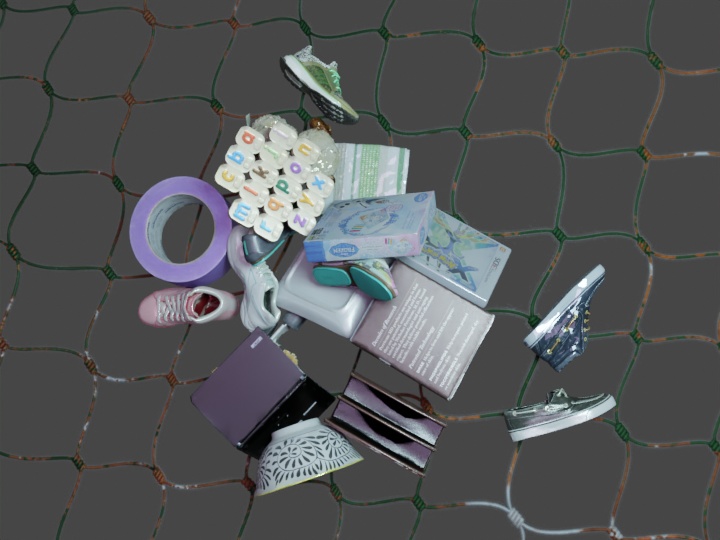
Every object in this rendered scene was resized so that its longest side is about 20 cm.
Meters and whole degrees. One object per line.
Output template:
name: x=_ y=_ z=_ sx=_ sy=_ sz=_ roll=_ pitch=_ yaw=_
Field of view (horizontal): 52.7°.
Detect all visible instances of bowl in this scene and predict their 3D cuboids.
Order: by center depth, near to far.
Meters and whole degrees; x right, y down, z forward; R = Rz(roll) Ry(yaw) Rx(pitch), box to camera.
bowl: x=-0.102 y=0.316 z=1.264 sx=0.198 sy=0.201 sz=0.095 roll=-20 pitch=77 yaw=1

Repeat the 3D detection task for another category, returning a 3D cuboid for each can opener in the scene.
can opener: x=-0.133 y=0.084 z=1.371 sx=0.066 sy=0.053 sz=0.200 roll=44 pitch=87 yaw=9

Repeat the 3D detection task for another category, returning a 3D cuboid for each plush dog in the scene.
plush dog: x=-0.124 y=-0.214 z=1.363 sx=0.169 sy=0.161 sz=0.203 roll=-2 pitch=81 yaw=-2

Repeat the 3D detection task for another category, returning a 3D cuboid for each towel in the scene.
towel: x=-0.007 y=-0.172 z=1.414 sx=0.197 sy=0.031 sz=0.152 roll=5 pitch=80 yaw=7

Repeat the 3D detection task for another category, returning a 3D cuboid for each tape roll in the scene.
tape roll: x=-0.332 y=-0.072 z=1.392 sx=0.197 sy=0.085 sz=0.203 roll=-1 pitch=82 yaw=5

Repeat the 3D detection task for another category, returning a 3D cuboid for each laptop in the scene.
laptop: x=-0.171 y=0.233 z=1.312 sx=0.177 sy=0.200 sz=0.103 roll=-45 pitch=53 yaw=-3

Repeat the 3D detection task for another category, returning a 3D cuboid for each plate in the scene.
plate: x=-0.050 y=0.001 z=1.334 sx=0.198 sy=0.032 sz=0.201 roll=22 pitch=71 yaw=29

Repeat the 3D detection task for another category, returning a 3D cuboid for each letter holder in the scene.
letter holder: x=0.046 y=0.270 z=1.286 sx=0.198 sy=0.142 sz=0.102 roll=28 pitch=85 yaw=8

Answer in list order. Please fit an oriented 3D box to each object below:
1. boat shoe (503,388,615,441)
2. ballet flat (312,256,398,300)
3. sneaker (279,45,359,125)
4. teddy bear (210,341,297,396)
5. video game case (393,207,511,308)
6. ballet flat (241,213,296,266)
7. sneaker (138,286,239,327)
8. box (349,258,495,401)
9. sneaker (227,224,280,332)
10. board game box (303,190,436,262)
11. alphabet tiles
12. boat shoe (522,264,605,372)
boat shoe: x=0.355 y=0.248 z=1.303 sx=0.197 sy=0.071 sz=0.065 roll=-18 pitch=82 yaw=3
ballet flat: x=0.000 y=0.000 z=1.237 sx=0.071 sy=0.198 sz=0.070 roll=-45 pitch=124 yaw=-29
sneaker: x=-0.065 y=-0.371 z=1.424 sx=0.200 sy=0.077 sz=0.089 roll=44 pitch=79 yaw=6
teddy bear: x=-0.200 y=0.214 z=1.327 sx=0.199 sy=0.146 sz=0.067 roll=-37 pitch=36 yaw=-1
video game case: x=0.164 y=-0.035 z=1.321 sx=0.198 sy=0.183 sz=0.022 roll=29 pitch=130 yaw=7
ballet flat: x=-0.154 y=-0.079 z=1.331 sx=0.072 sy=0.200 sz=0.074 roll=13 pitch=121 yaw=23
sneaker: x=-0.334 y=0.065 z=1.364 sx=0.197 sy=0.105 sz=0.077 roll=-3 pitch=84 yaw=5
box: x=0.110 y=0.109 z=1.292 sx=0.198 sy=0.166 sz=0.166 roll=29 pitch=85 yaw=8
sneaker: x=-0.187 y=0.010 z=1.333 sx=0.080 sy=0.070 sz=0.203 roll=-17 pitch=86 yaw=45
board game box: x=0.023 y=-0.079 z=1.274 sx=0.196 sy=0.200 sz=0.044 roll=-5 pitch=115 yaw=17
alphabet tiles: x=-0.149 y=-0.155 z=1.276 sx=0.194 sy=0.015 sz=0.202 roll=30 pitch=71 yaw=-15
boat shoe: x=0.394 y=0.088 z=1.327 sx=0.091 sy=0.071 sz=0.201 roll=43 pitch=94 yaw=8
